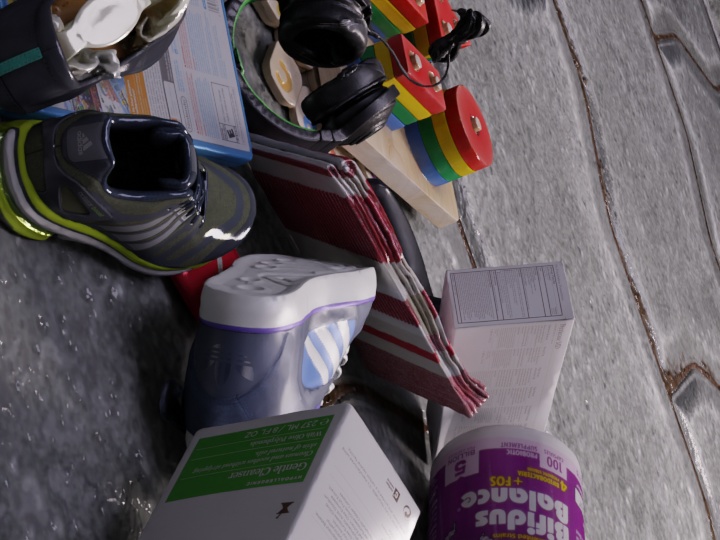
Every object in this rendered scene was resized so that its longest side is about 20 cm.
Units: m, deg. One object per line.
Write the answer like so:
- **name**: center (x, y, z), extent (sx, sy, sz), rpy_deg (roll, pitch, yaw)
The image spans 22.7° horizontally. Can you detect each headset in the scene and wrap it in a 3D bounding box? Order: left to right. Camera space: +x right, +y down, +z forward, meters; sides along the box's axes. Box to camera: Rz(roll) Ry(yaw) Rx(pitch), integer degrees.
- **headset**: center (-0.007, -0.149, 1.223), extent (0.199, 0.094, 0.125), rpy_deg (-8, 75, -38)

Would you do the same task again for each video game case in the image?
- **video game case**: center (-0.141, -0.141, 1.025), extent (0.199, 0.018, 0.144), rpy_deg (9, 66, -55)

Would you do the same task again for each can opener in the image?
- **can opener**: center (0.028, -0.001, 1.246), extent (0.200, 0.078, 0.064), rpy_deg (63, 24, -52)

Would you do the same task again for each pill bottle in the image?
- **pill bottle**: center (0.100, 0.215, 1.227), extent (0.112, 0.112, 0.201), rpy_deg (52, 29, -38)

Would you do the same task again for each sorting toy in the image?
- **sorting toy**: center (0.036, -0.165, 1.399), extent (0.199, 0.069, 0.202), rpy_deg (36, 38, -57)

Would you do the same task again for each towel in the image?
- **towel**: center (0.000, 0.000, 1.168), extent (0.144, 0.023, 0.201), rpy_deg (19, -36, 59)

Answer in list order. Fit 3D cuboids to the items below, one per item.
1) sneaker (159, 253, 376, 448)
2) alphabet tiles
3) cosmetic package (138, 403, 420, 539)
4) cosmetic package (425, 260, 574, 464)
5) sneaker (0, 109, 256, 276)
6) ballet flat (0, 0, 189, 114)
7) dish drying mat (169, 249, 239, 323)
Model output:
- **sneaker**: center (-0.048, 0.072, 1.045), extent (0.200, 0.080, 0.148), rpy_deg (-22, 118, -72)
- **alphabet tiles**: center (-0.025, -0.154, 1.357), extent (0.201, 0.014, 0.196), rpy_deg (59, 25, -28)
- **cosmetic package**: center (-0.058, 0.168, 0.860), extent (0.085, 0.107, 0.201), rpy_deg (58, 36, -27)
- **cosmetic package**: center (0.093, 0.068, 1.248), extent (0.201, 0.082, 0.051), rpy_deg (95, -9, -58)
- **sneaker**: center (-0.111, -0.043, 0.964), extent (0.199, 0.080, 0.075), rpy_deg (7, 72, -59)
- **ballet flat**: center (-0.130, -0.137, 0.956), extent (0.074, 0.073, 0.200), rpy_deg (65, 32, -14)
- **dish drying mat**: center (-0.122, -0.061, 1.052), extent (0.201, 0.018, 0.077), rpy_deg (64, 25, -18)
